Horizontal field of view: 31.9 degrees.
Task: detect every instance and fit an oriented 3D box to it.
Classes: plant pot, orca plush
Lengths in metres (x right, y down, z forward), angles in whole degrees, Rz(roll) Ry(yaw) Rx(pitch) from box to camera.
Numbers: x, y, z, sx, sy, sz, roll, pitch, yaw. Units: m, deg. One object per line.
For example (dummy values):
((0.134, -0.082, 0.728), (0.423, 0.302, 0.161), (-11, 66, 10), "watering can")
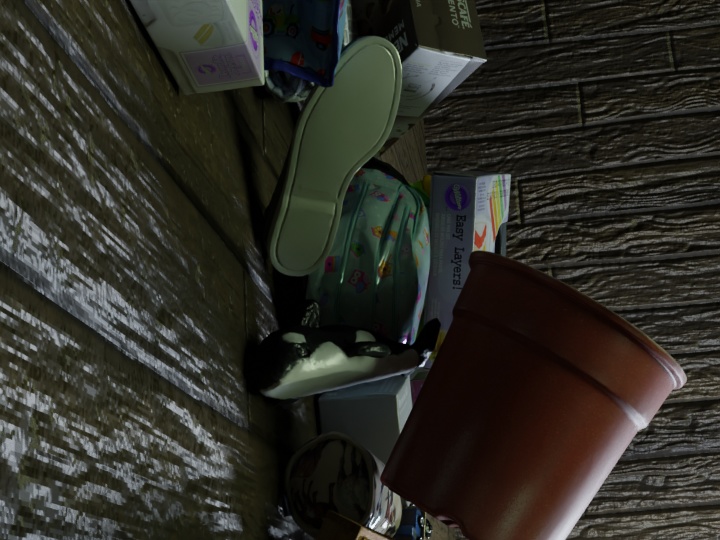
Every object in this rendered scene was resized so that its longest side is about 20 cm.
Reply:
((0.123, 0.121, 1.001), (0.197, 0.199, 0.201), (-58, 166, -7), "plant pot")
((-0.015, 0.049, 0.975), (0.105, 0.198, 0.072), (-35, -110, 48), "orca plush")

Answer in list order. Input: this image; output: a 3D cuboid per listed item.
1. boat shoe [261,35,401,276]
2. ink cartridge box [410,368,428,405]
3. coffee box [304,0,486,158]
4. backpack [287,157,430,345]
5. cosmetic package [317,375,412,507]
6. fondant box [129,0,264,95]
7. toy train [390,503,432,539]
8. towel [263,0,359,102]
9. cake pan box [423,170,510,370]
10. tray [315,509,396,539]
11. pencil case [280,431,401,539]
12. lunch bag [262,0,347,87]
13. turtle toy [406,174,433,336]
((-0.029, -0.096, 0.979), (0.062, 0.072, 0.202), (-116, -136, -57), "boat shoe")
((0.084, 0.162, 1.372), (0.145, 0.196, 0.086), (75, 12, -55), "ink cartridge box")
((0.025, -0.202, 1.204), (0.200, 0.079, 0.115), (-37, -126, 51), "coffee box")
((0.000, 0.000, 1.120), (0.201, 0.124, 0.169), (-76, 162, -62), "backpack")
((0.014, 0.207, 1.234), (0.107, 0.089, 0.204), (-49, 137, -77), "cosmetic package")
((-0.100, -0.229, 0.751), (0.145, 0.057, 0.203), (68, 19, -68), "fondant box")
((0.038, 0.296, 1.115), (0.046, 0.034, 0.203), (51, 36, -45), "toy train")
((-0.047, -0.249, 1.087), (0.166, 0.084, 0.204), (-60, 144, -79), "towel")
((0.107, -0.005, 1.249), (0.200, 0.051, 0.188), (-13, 109, -74), "cake pan box")
((0.016, 0.260, 0.980), (0.200, 0.037, 0.100), (38, 74, -54), "tray")
((-0.012, 0.194, 1.061), (0.200, 0.076, 0.091), (62, 40, -72), "pencil case")
((-0.037, -0.252, 0.858), (0.201, 0.092, 0.153), (116, -23, -55), "lunch bag")
((0.034, -0.004, 1.295), (0.102, 0.143, 0.203), (-95, 176, -59), "turtle toy")
